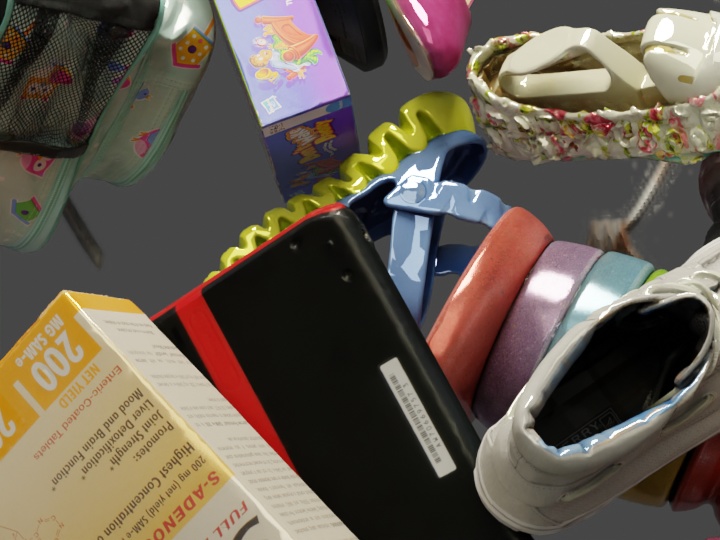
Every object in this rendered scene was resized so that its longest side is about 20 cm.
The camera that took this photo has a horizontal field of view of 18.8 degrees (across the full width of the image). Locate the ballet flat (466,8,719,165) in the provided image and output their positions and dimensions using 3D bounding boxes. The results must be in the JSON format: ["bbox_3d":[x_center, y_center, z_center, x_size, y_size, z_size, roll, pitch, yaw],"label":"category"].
[{"bbox_3d":[0.128,-0.087,0.995,0.200,0.064,0.076,-7,49,39],"label":"ballet flat"}]

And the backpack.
[{"bbox_3d":[-0.173,-0.111,1.073,0.200,0.153,0.176,-52,45,28],"label":"backpack"}]

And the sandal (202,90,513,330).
[{"bbox_3d":[0.000,0.000,1.045,0.200,0.080,0.087,-42,67,-12],"label":"sandal"}]

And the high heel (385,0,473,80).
[{"bbox_3d":[0.057,-0.160,1.097,0.096,0.067,0.200,-19,25,7],"label":"high heel"}]

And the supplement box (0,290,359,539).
[{"bbox_3d":[-0.085,0.121,0.903,0.200,0.074,0.126,45,99,15],"label":"supplement box"}]

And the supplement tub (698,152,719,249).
[{"bbox_3d":[0.227,-0.068,1.026,0.107,0.107,0.200,20,67,19],"label":"supplement tub"}]

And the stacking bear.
[{"bbox_3d":[0.135,0.062,0.974,0.200,0.121,0.114,26,75,11],"label":"stacking bear"}]

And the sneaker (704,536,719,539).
[{"bbox_3d":[0.181,0.156,0.907,0.200,0.074,0.088,-11,60,29],"label":"sneaker"}]

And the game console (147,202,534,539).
[{"bbox_3d":[-0.029,0.096,0.945,0.177,0.031,0.200,-32,82,18],"label":"game console"}]

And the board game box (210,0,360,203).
[{"bbox_3d":[-0.056,-0.147,1.071,0.045,0.134,0.200,-20,76,-2],"label":"board game box"}]

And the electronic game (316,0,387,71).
[{"bbox_3d":[-0.027,-0.194,1.083,0.042,0.200,0.200,-20,60,-2],"label":"electronic game"}]

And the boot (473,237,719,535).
[{"bbox_3d":[0.135,0.031,0.880,0.200,0.096,0.074,-38,78,-19],"label":"boot"}]
